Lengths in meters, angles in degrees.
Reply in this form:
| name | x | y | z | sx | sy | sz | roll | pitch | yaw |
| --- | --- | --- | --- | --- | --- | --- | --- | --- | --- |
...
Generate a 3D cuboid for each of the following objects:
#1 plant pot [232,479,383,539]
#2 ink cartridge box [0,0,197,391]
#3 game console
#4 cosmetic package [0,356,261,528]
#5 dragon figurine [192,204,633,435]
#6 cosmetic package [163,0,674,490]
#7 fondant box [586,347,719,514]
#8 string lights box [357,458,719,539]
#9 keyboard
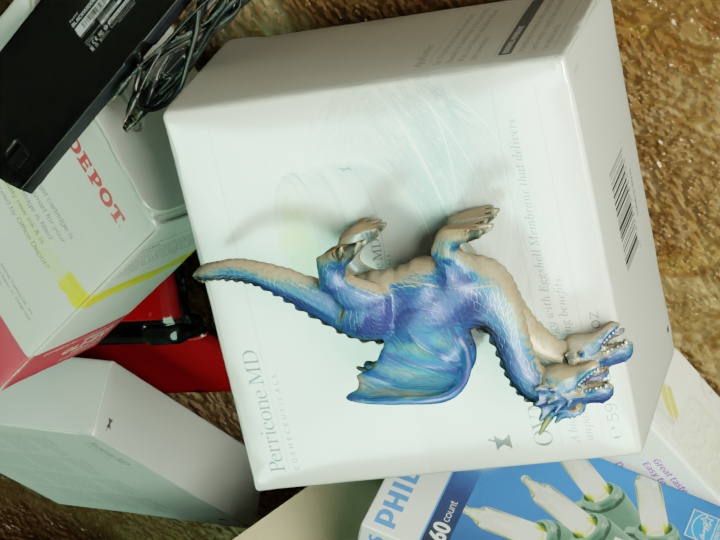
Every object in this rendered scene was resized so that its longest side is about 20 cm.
| name | x | y | z | sx | sy | sz | roll | pitch | yaw |
| --- | --- | --- | --- | --- | --- | --- | --- | --- | --- |
| plant pot | -0.033 | 0.239 | 1.562 | 0.178 | 0.199 | 0.200 | 54 | 137 | 4 |
| ink cartridge box | -0.161 | -0.049 | 1.421 | 0.200 | 0.083 | 0.146 | -40 | 77 | 47 |
| game console | -0.156 | 0.002 | 1.576 | 0.199 | 0.118 | 0.174 | -4 | 100 | 34 |
| cosmetic package | -0.168 | 0.101 | 1.602 | 0.150 | 0.052 | 0.200 | 7 | 163 | 28 |
| dragon figurine | 0.021 | 0.029 | 1.187 | 0.198 | 0.059 | 0.100 | -7 | 101 | 8 |
| cosmetic package | 0.032 | -0.015 | 1.273 | 0.199 | 0.123 | 0.201 | -7 | 110 | 18 |
| fondant box | 0.104 | 0.094 | 1.480 | 0.199 | 0.058 | 0.144 | -24 | 117 | 44 |
| string lights box | 0.106 | 0.153 | 1.413 | 0.199 | 0.103 | 0.059 | 22 | 142 | 9 |
| keyboard | -0.112 | -0.117 | 1.303 | 0.200 | 0.104 | 0.040 | -49 | 143 | 14 |
